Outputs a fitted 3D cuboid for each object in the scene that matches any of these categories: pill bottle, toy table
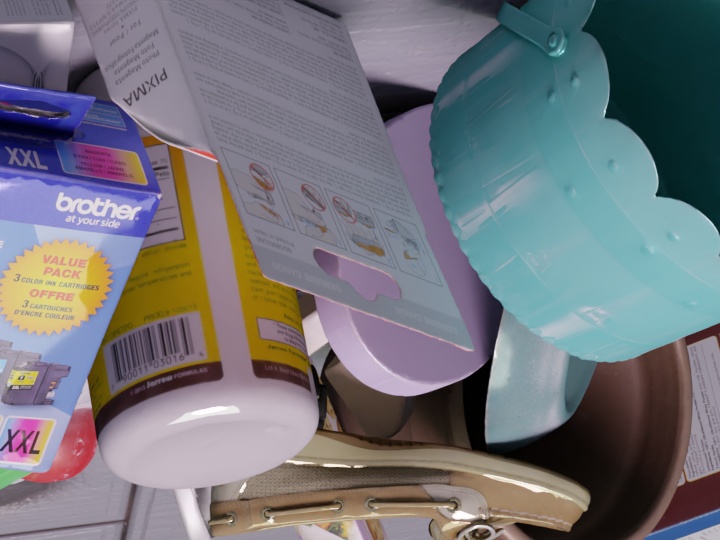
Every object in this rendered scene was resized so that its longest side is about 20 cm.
[{"bbox_3d":[-0.089,-0.002,1.473,0.109,0.201,0.109,-9,156,-4],"label":"pill bottle"},{"bbox_3d":[0.000,0.000,1.574,0.117,0.185,0.200,-23,-172,38],"label":"toy table"}]

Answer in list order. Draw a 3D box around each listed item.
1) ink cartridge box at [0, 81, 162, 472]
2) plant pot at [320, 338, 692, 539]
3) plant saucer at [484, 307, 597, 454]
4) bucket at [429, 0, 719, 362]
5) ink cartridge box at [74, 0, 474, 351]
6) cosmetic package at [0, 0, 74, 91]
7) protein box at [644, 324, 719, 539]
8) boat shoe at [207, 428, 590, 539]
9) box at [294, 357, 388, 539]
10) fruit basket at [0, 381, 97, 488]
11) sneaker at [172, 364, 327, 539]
[{"bbox_3d":[-0.179,-0.011,1.367,0.136,0.076,0.201,7,123,-26],"label":"ink cartridge box"},{"bbox_3d":[0.068,0.074,1.768,0.200,0.202,0.174,10,170,-40],"label":"plant pot"},{"bbox_3d":[0.113,0.006,1.596,0.036,0.201,0.200,15,160,12],"label":"plant saucer"},{"bbox_3d":[0.141,-0.062,1.455,0.206,0.208,0.135,11,150,-41],"label":"bucket"},{"bbox_3d":[-0.041,-0.051,1.387,0.057,0.201,0.162,-33,148,27],"label":"ink cartridge box"},{"bbox_3d":[-0.220,-0.044,1.407,0.150,0.052,0.201,-2,128,-17],"label":"cosmetic package"},{"bbox_3d":[0.214,0.136,2.004,0.199,0.136,0.198,-22,155,23],"label":"protein box"},{"bbox_3d":[0.020,0.123,1.590,0.199,0.064,0.073,8,173,-3],"label":"boat shoe"},{"bbox_3d":[-0.038,0.089,1.737,0.039,0.201,0.041,-17,-163,18],"label":"box"},{"bbox_3d":[-0.211,0.087,1.725,0.185,0.094,0.200,-29,166,36],"label":"fruit basket"},{"bbox_3d":[-0.075,0.048,1.666,0.099,0.201,0.071,-17,-161,-5],"label":"sneaker"}]
